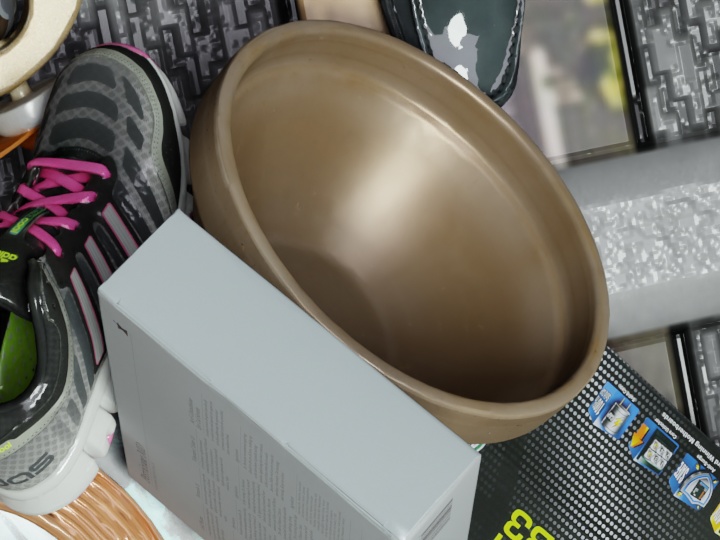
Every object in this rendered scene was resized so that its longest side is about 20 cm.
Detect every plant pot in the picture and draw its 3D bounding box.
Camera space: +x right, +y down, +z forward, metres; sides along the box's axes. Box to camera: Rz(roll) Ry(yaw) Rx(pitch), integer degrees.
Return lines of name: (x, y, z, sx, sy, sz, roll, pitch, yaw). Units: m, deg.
plant pot: (0.000, 0.000, 1.134, 0.201, 0.093, 0.201, 26, 40, -24)

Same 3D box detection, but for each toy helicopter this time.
toy helicopter: (-0.188, -0.074, 1.144, 0.132, 0.079, 0.200, 35, 93, -22)

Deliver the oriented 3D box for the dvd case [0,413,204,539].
dvd case: (-0.094, 0.087, 1.188, 0.200, 0.022, 0.146, -39, 100, -13)

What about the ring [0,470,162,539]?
ring: (-0.162, 0.160, 1.112, 0.200, 0.019, 0.201, 11, 65, -24)

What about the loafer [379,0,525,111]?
loafer: (0.041, -0.168, 1.193, 0.068, 0.070, 0.201, -7, 94, -15)

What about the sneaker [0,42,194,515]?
sneaker: (-0.129, -0.004, 1.096, 0.087, 0.074, 0.200, 29, 73, -57)

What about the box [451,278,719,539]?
box: (0.083, 0.139, 1.207, 0.200, 0.047, 0.193, 42, 72, -14)

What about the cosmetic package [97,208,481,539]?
cosmetic package: (-0.029, 0.077, 1.058, 0.151, 0.200, 0.052, 37, 70, 14)
